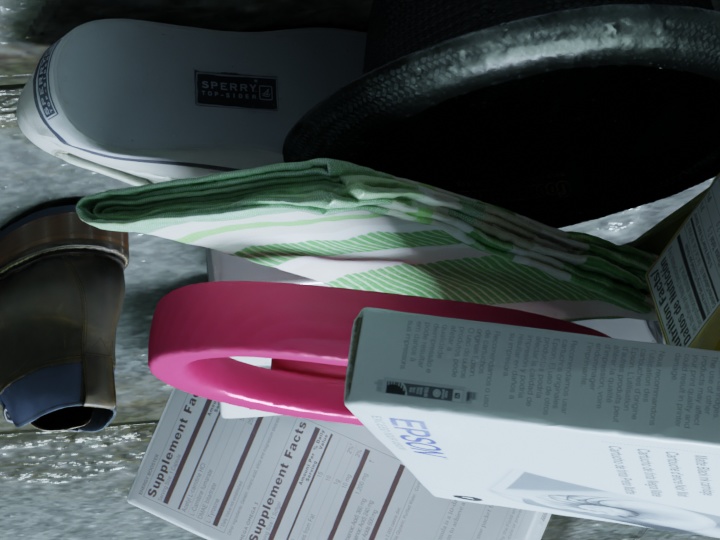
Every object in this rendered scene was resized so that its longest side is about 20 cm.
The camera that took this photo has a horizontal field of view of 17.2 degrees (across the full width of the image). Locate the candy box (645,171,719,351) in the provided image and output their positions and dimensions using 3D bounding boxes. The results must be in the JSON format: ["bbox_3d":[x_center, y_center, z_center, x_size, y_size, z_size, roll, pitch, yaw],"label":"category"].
[{"bbox_3d":[0.202,-0.036,0.845,0.115,0.056,0.201,14,129,-22],"label":"candy box"}]

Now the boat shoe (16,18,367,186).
[{"bbox_3d":[-0.043,-0.058,0.976,0.199,0.073,0.066,1,169,-27],"label":"boat shoe"}]

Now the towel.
[{"bbox_3d":[0.014,-0.005,0.918,0.199,0.024,0.152,15,167,-41],"label":"towel"}]

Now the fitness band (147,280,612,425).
[{"bbox_3d":[0.010,0.039,0.998,0.198,0.038,0.144,5,169,2],"label":"fitness band"}]

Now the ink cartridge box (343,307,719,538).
[{"bbox_3d":[0.109,0.065,0.890,0.198,0.041,0.200,5,166,13],"label":"ink cartridge box"}]

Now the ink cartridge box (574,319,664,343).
[{"bbox_3d":[0.184,0.043,1.294,0.199,0.084,0.146,-18,156,31],"label":"ink cartridge box"}]

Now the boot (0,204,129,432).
[{"bbox_3d":[-0.174,0.046,1.179,0.074,0.098,0.200,6,157,-30],"label":"boot"}]

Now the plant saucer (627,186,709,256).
[{"bbox_3d":[0.195,-0.052,0.964,0.199,0.031,0.200,-34,178,-1],"label":"plant saucer"}]

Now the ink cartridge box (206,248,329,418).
[{"bbox_3d":[0.000,0.000,1.122,0.145,0.085,0.200,-4,160,-4],"label":"ink cartridge box"}]

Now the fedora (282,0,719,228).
[{"bbox_3d":[0.064,-0.085,0.895,0.199,0.092,0.201,-5,160,-2],"label":"fedora"}]

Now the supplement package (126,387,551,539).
[{"bbox_3d":[-0.004,0.114,1.253,0.199,0.110,0.114,23,175,9],"label":"supplement package"}]
